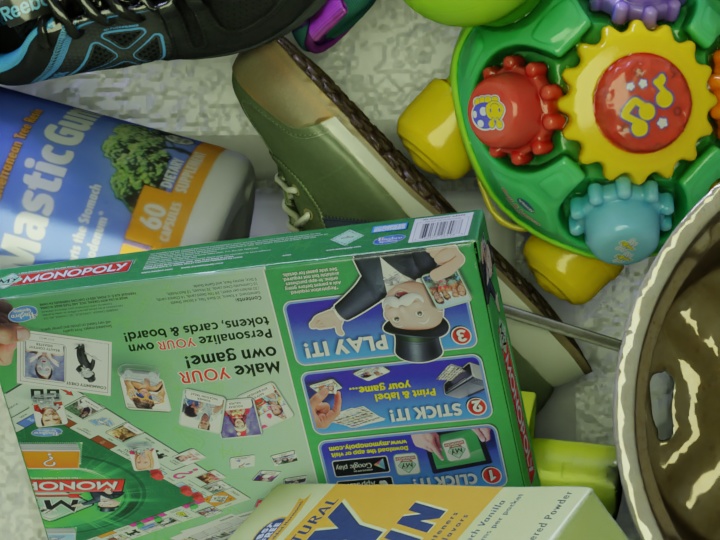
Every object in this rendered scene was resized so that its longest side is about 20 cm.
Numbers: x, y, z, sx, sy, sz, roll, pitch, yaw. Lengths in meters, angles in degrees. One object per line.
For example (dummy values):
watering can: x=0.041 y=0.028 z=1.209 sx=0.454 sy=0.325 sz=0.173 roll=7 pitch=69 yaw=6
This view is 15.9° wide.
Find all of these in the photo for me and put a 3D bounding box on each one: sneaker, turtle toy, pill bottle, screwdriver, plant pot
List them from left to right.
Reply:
pill bottle: x=-0.152 y=-0.020 z=1.071 sx=0.199 sy=0.112 sz=0.112 roll=15 pitch=92 yaw=4
sneaker: x=-0.094 y=-0.107 z=1.010 sx=0.200 sy=0.082 sz=0.073 roll=-16 pitch=96 yaw=33
sneaker: x=0.000 y=0.000 z=1.064 sx=0.090 sy=0.067 sz=0.200 roll=-42 pitch=105 yaw=8
turtle toy: x=0.087 y=-0.084 z=1.035 sx=0.200 sy=0.101 sz=0.146 roll=43 pitch=88 yaw=-9
screwdriver: x=0.120 y=0.039 z=1.058 sx=0.199 sy=0.028 sz=0.029 roll=12 pitch=99 yaw=-15
plant pot: x=0.179 y=0.051 z=0.957 sx=0.200 sy=0.183 sz=0.201 roll=0 pitch=88 yaw=-3

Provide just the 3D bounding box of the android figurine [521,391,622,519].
android figurine: x=0.007 y=0.102 z=1.060 sx=0.199 sy=0.041 sz=0.183 roll=4 pitch=118 yaw=11

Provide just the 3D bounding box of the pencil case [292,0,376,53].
pencil case: x=-0.064 y=-0.183 z=1.068 sx=0.200 sy=0.092 sz=0.085 roll=42 pitch=120 yaw=2

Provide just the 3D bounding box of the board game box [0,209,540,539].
board game box: x=-0.038 y=0.053 z=1.005 sx=0.199 sy=0.029 sz=0.135 roll=-6 pitch=117 yaw=14

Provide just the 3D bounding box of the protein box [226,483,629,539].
protein box: x=0.037 y=0.193 z=0.925 sx=0.135 sy=0.198 sz=0.200 roll=-48 pitch=113 yaw=-28
